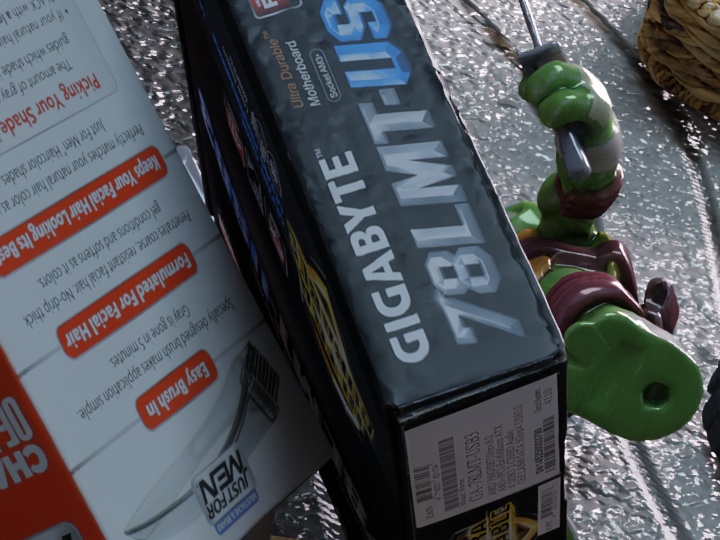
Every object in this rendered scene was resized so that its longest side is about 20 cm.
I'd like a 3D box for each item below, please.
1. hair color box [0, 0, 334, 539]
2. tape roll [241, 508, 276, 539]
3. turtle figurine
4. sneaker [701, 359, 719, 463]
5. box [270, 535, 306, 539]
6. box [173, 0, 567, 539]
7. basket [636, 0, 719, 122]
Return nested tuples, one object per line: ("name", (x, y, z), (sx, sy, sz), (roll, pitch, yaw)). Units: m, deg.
("hair color box", (-0.095, -0.013, 0.681), (0.201, 0.064, 0.111), (62, 29, -5))
("tape roll", (-0.111, 0.028, 0.758), (0.202, 0.071, 0.203), (36, 42, -41))
("turtle figurine", (0.027, 0.002, 0.904), (0.143, 0.201, 0.194), (-24, 27, 3))
("sneaker", (0.181, 0.077, 0.942), (0.079, 0.078, 0.200), (17, 29, -18))
("box", (0.053, 0.143, 0.812), (0.199, 0.021, 0.164), (8, 32, -17))
("box", (0.000, 0.000, 0.746), (0.049, 0.199, 0.201), (-18, 59, -9))
("basket", (0.226, -0.096, 1.258), (0.199, 0.149, 0.143), (20, 63, 4))
